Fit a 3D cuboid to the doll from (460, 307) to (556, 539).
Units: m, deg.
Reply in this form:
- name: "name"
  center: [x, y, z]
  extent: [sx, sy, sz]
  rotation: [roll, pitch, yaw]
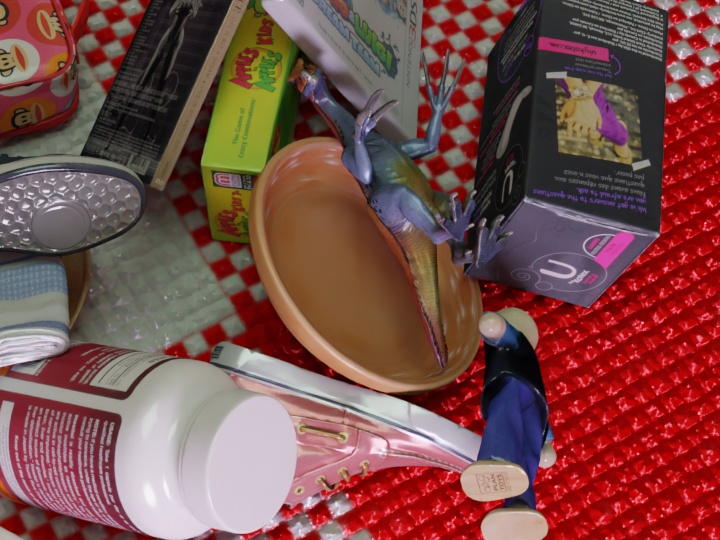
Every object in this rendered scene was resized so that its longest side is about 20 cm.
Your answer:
- name: "doll"
  center: [0.101, 0.087, 1.104]
  extent: [0.048, 0.137, 0.200]
  rotation: [-14, 29, 17]

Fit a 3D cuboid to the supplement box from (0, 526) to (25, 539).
- name: "supplement box"
  center: [-0.182, 0.261, 1.023]
  extent: [0.199, 0.074, 0.126]
  rotation: [27, 62, 12]

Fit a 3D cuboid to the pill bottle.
- name: "pill bottle"
  center: [-0.143, 0.108, 1.046]
  extent: [0.199, 0.113, 0.113]
  rotation: [7, 55, 36]

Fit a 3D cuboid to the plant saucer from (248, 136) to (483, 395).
- name: "plant saucer"
  center: [0.000, 0.000, 1.152]
  extent: [0.200, 0.037, 0.201]
  rotation: [25, 45, -28]

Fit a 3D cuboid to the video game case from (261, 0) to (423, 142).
- name: "video game case"
  center: [-0.008, -0.217, 1.241]
  extent: [0.024, 0.200, 0.183]
  rotation: [-13, 56, 27]

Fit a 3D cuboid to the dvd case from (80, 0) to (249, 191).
- name: "dvd case"
  center: [-0.134, -0.161, 1.196]
  extent: [0.016, 0.149, 0.201]
  rotation: [25, 88, -30]

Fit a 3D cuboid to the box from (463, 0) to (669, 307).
- name: "box"
  center: [0.151, -0.094, 1.201]
  extent: [0.106, 0.122, 0.201]
  rotation: [15, 60, -11]

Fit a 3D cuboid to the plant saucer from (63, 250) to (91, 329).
- name: "plant saucer"
  center: [-0.292, 0.009, 1.182]
  extent: [0.199, 0.035, 0.201]
  rotation: [1, 60, -2]

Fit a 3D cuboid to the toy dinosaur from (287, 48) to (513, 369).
- name: "toy dinosaur"
  center: [0.008, -0.064, 1.126]
  extent: [0.181, 0.105, 0.201]
  rotation: [28, 99, 37]

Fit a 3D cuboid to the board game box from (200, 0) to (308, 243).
- name: "board game box"
  center: [-0.075, -0.131, 1.233]
  extent: [0.047, 0.102, 0.201]
  rotation: [7, 60, 4]

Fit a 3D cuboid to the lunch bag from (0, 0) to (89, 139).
- name: "lunch bag"
  center: [-0.297, -0.195, 1.271]
  extent: [0.175, 0.082, 0.201]
  rotation: [-17, 62, -12]

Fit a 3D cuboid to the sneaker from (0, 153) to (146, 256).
- name: "sneaker"
  center: [-0.251, -0.072, 1.131]
  extent: [0.201, 0.077, 0.146]
  rotation: [-7, 36, -6]

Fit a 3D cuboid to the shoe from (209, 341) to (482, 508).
- name: "shoe"
  center: [-0.018, 0.123, 1.117]
  extent: [0.199, 0.071, 0.091]
  rotation: [19, 82, -4]

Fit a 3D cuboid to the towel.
- name: "towel"
  center: [-0.272, 0.004, 1.107]
  extent: [0.146, 0.024, 0.200]
  rotation: [-9, 36, -8]
